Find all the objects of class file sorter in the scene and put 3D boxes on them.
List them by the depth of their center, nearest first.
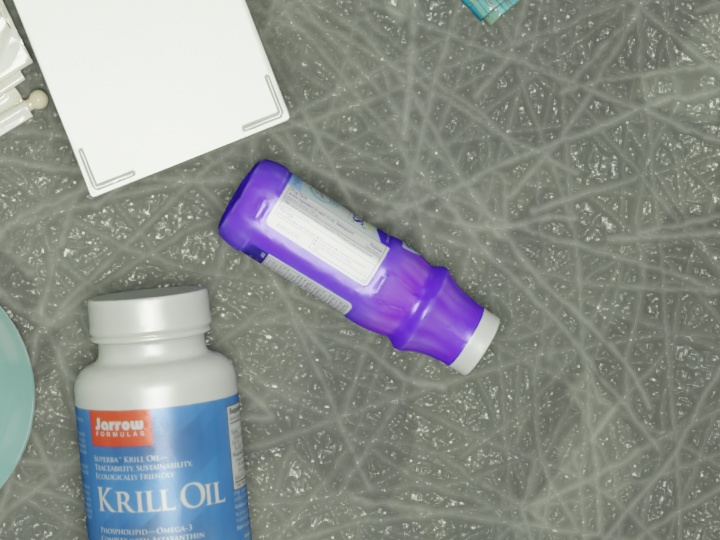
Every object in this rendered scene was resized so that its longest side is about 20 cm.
[{"bbox_3d":[-0.150,-0.169,1.638,0.138,0.125,0.201,-22,96,-3],"label":"file sorter"}]

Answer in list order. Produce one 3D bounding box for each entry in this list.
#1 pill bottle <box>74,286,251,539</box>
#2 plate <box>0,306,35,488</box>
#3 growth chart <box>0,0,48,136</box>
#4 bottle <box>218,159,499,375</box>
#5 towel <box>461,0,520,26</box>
[{"bbox_3d":[-0.135,0.115,1.668,0.112,0.112,0.201,-6,94,-3],"label":"pill bottle"},{"bbox_3d":[-0.319,0.083,1.661,0.199,0.026,0.201,2,73,-6],"label":"plate"},{"bbox_3d":[-0.303,-0.166,1.682,0.144,0.018,0.201,-22,95,-2],"label":"growth chart"},{"bbox_3d":[0.000,0.000,1.682,0.200,0.084,0.065,32,91,-5],"label":"bottle"},{"bbox_3d":[0.081,-0.287,1.697,0.147,0.022,0.200,-39,96,-1],"label":"towel"}]
